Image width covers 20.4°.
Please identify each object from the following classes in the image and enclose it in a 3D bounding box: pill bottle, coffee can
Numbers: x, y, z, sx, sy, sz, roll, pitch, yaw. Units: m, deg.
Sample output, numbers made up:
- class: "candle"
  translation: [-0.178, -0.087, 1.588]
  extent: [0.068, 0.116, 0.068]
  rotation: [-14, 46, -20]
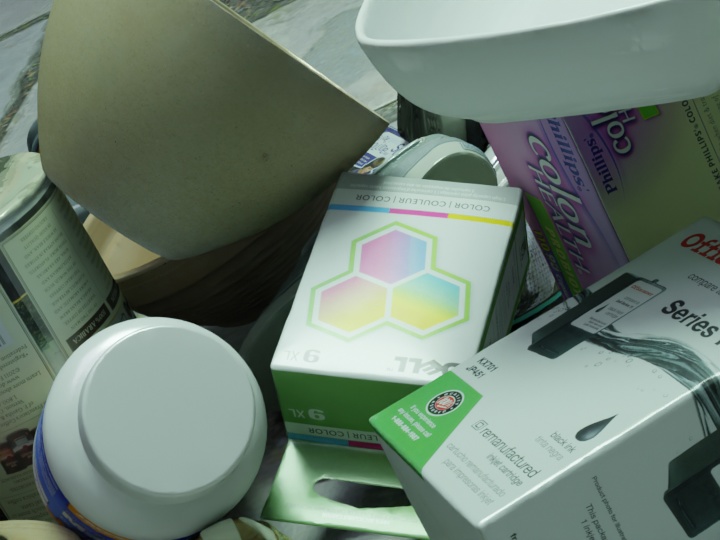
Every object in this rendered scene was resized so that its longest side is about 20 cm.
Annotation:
- class: "pill bottle"
  translation: [-0.108, 0.086, 1.022]
  extent: [0.112, 0.112, 0.200]
  rotation: [-34, -3, -16]
- class: "coffee can"
  translation: [-0.200, 0.052, 1.179]
  extent: [0.146, 0.200, 0.146]
  rotation: [-23, 22, 10]

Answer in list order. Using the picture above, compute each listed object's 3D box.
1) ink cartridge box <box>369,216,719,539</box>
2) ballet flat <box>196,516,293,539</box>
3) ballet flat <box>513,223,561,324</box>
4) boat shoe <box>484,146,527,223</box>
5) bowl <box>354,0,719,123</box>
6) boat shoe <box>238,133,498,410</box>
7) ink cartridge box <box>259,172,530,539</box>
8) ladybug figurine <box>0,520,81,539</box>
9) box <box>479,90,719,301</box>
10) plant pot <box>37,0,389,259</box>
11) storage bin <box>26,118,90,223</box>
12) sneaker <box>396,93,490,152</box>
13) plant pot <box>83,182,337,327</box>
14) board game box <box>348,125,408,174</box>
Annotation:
- class: "ink cartridge box"
  translation: [0.125, 0.070, 0.912]
  extent: [0.200, 0.083, 0.147]
  rotation: [-31, 22, -10]
- class: "ballet flat"
  translation: [-0.054, 0.156, 0.956]
  extent: [0.071, 0.071, 0.200]
  rotation: [-29, 21, -3]
- class: "ballet flat"
  translation: [0.027, 0.033, 1.135]
  extent: [0.200, 0.072, 0.072]
  rotation: [-36, 23, -19]
- class: "boat shoe"
  translation: [0.158, -0.072, 1.221]
  extent: [0.200, 0.072, 0.066]
  rotation: [-23, 16, -12]
- class: "bowl"
  translation: [0.115, -0.139, 0.946]
  extent: [0.200, 0.075, 0.200]
  rotation: [-5, 35, 30]
- class: "boat shoe"
  translation: [0.000, -0.001, 1.196]
  extent: [0.201, 0.070, 0.072]
  rotation: [-46, 24, 2]
- class: "ink cartridge box"
  translation: [0.018, 0.040, 1.039]
  extent: [0.104, 0.059, 0.200]
  rotation: [6, 47, 16]
- class: "ladybug figurine"
  translation: [-0.212, 0.192, 1.050]
  extent: [0.200, 0.072, 0.136]
  rotation: [-12, 26, 36]
- class: "box"
  translation: [0.180, -0.089, 1.081]
  extent: [0.200, 0.176, 0.097]
  rotation: [-36, 23, -18]
- class: "plant pot"
  translation: [-0.103, -0.086, 1.120]
  extent: [0.134, 0.200, 0.200]
  rotation: [-55, 22, 5]
- class: "storage bin"
  translation: [-0.151, -0.083, 1.530]
  extent: [0.200, 0.146, 0.134]
  rotation: [-26, 32, 5]
- class: "sneaker"
  translation: [0.084, -0.108, 1.310]
  extent: [0.114, 0.076, 0.199]
  rotation: [-3, 9, -1]
- class: "plant pot"
  translation: [-0.082, -0.030, 1.287]
  extent: [0.201, 0.093, 0.201]
  rotation: [-31, 26, 17]
- class: "board game box"
  translation: [0.007, -0.034, 1.350]
  extent: [0.135, 0.034, 0.200]
  rotation: [-32, 23, -9]
